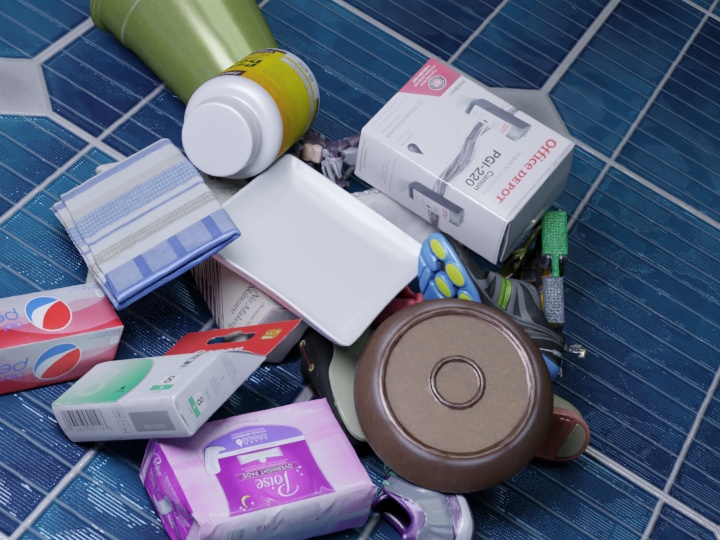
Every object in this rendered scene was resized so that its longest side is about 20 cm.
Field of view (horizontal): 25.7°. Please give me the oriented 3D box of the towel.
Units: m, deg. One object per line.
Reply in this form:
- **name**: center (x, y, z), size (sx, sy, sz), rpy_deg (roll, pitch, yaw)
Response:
- **towel**: center (-0.216, -0.049, 1.573), size (0.146, 0.024, 0.200), rpy_deg (-31, 42, -9)

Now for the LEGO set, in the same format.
- **LEGO set**: center (0.168, 0.024, 1.772), size (0.152, 0.116, 0.202), rpy_deg (-5, 58, -3)

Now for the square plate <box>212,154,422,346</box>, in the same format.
- **square plate**: center (-0.048, -0.019, 1.613), size (0.199, 0.029, 0.198), rpy_deg (35, 40, 10)

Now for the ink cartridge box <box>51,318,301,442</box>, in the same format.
- **ink cartridge box**: center (-0.171, 0.088, 1.493), size (0.159, 0.051, 0.200), rpy_deg (-8, 27, 36)

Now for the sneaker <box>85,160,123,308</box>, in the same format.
- **sneaker**: center (-0.259, -0.040, 1.650), size (0.080, 0.076, 0.201), rpy_deg (1, 46, 11)

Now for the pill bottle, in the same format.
- **pill bottle**: center (-0.120, -0.165, 1.686), size (0.108, 0.110, 0.200), rpy_deg (28, 24, 5)

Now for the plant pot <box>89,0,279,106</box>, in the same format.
- **plant pot**: center (-0.186, -0.277, 1.859), size (0.199, 0.200, 0.191), rpy_deg (-23, 72, -41)

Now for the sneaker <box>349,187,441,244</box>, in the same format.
- **sneaker**: center (0.011, -0.072, 1.781), size (0.198, 0.073, 0.086), rpy_deg (16, 84, -21)

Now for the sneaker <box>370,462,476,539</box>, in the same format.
- **sneaker**: center (0.044, 0.193, 1.541), size (0.086, 0.075, 0.201), rpy_deg (-3, 48, -21)

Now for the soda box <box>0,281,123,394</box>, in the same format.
- **soda box**: center (-0.328, 0.069, 1.489), size (0.198, 0.070, 0.064), rpy_deg (-11, 51, -34)

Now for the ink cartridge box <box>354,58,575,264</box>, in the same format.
- **ink cartridge box**: center (0.114, -0.121, 1.737), size (0.199, 0.085, 0.146), rpy_deg (34, 58, 15)

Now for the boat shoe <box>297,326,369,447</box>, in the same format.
- **boat shoe**: center (-0.022, 0.101, 1.614), size (0.073, 0.063, 0.203), rpy_deg (20, 38, -35)

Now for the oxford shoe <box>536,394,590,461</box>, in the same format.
- **oxford shoe**: center (0.141, 0.143, 1.655), size (0.198, 0.071, 0.074), rpy_deg (21, 20, -9)

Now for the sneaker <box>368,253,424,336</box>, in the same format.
- **sneaker**: center (0.000, 0.000, 1.709), size (0.200, 0.087, 0.073), rpy_deg (43, 43, 21)

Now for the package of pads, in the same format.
- **package of pads**: center (-0.093, 0.196, 1.466), size (0.198, 0.076, 0.121), rpy_deg (-9, 48, -33)

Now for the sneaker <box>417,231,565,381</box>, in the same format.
- **sneaker**: center (0.136, 0.035, 1.636), size (0.199, 0.071, 0.083), rpy_deg (43, 49, -11)

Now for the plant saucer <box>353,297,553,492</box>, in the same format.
- **plant saucer**: center (0.092, 0.113, 1.531), size (0.197, 0.035, 0.203), rpy_deg (1, 65, -3)

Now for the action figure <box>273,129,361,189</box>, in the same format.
- **action figure**: center (-0.017, -0.135, 1.826), size (0.197, 0.070, 0.130), rpy_deg (-5, 28, -9)

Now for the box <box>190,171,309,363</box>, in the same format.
- **box**: center (-0.126, -0.004, 1.649), size (0.068, 0.082, 0.201), rpy_deg (9, 38, -43)
